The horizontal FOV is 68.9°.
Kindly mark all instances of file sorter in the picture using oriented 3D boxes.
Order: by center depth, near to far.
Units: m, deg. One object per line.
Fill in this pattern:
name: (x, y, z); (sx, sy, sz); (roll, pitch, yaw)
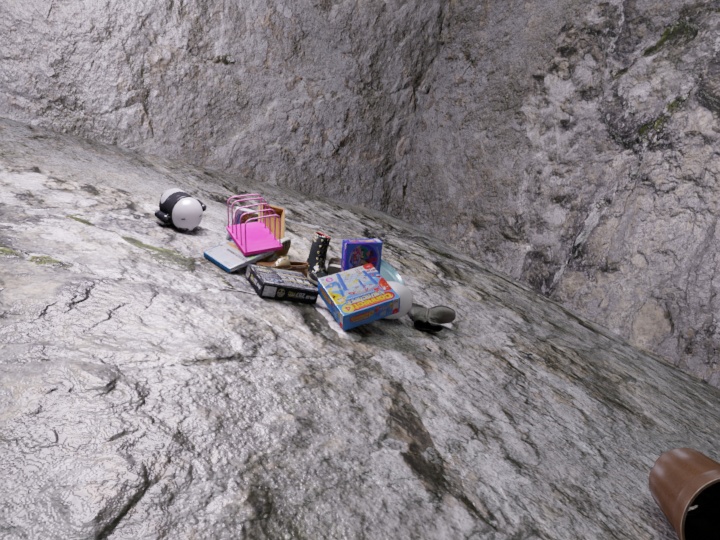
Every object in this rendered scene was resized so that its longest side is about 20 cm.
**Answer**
file sorter: (-0.361, -0.162, 1.772); (0.135, 0.129, 0.200); (-12, 34, -29)

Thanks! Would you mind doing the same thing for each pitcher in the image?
pitcher: (0.077, 0.108, 1.706); (0.193, 0.125, 0.172); (1, 24, -25)

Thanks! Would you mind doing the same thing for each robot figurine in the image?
robot figurine: (-0.658, -0.222, 1.918); (0.197, 0.152, 0.125); (29, -12, 38)

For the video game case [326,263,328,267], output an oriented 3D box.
video game case: (-0.080, 0.019, 2.019); (0.179, 0.023, 0.197); (29, 16, 32)

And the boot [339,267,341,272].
boot: (-0.012, 0.043, 1.855); (0.196, 0.100, 0.074); (5, 19, -46)

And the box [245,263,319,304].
box: (-0.246, 0.041, 1.643); (0.195, 0.051, 0.161); (10, 18, -34)

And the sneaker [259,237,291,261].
sneaker: (-0.322, -0.078, 1.855); (0.085, 0.078, 0.199); (24, 29, 18)

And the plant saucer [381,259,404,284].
plant saucer: (0.075, 0.016, 1.912); (0.196, 0.028, 0.202); (32, 24, -16)

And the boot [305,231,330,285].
boot: (-0.141, -0.039, 1.865); (0.071, 0.159, 0.203); (10, 16, -29)

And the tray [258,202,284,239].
tray: (-0.331, -0.140, 1.942); (0.096, 0.208, 0.037); (11, -22, -33)

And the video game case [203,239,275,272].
video game case: (-0.399, -0.061, 1.739); (0.140, 0.018, 0.198); (27, 36, 31)

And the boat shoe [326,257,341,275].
boat shoe: (-0.026, 0.004, 1.925); (0.193, 0.073, 0.061); (16, 44, -5)

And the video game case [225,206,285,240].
video game case: (-0.402, -0.162, 2.005); (0.194, 0.145, 0.018); (10, 38, -32)

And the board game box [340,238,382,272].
board game box: (0.000, 0.000, 1.759); (0.130, 0.208, 0.045); (-3, 19, -22)

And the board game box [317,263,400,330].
board game box: (-0.007, 0.076, 1.603); (0.194, 0.058, 0.196); (-16, 39, -23)

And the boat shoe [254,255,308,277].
boat shoe: (-0.263, -0.015, 1.772); (0.195, 0.076, 0.075); (11, 15, -34)

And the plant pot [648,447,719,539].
plant pot: (0.696, 0.470, 1.052); (0.194, 0.207, 0.198); (20, 5, 5)

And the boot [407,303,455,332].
boot: (0.259, 0.177, 1.823); (0.192, 0.070, 0.131); (7, 21, -16)
